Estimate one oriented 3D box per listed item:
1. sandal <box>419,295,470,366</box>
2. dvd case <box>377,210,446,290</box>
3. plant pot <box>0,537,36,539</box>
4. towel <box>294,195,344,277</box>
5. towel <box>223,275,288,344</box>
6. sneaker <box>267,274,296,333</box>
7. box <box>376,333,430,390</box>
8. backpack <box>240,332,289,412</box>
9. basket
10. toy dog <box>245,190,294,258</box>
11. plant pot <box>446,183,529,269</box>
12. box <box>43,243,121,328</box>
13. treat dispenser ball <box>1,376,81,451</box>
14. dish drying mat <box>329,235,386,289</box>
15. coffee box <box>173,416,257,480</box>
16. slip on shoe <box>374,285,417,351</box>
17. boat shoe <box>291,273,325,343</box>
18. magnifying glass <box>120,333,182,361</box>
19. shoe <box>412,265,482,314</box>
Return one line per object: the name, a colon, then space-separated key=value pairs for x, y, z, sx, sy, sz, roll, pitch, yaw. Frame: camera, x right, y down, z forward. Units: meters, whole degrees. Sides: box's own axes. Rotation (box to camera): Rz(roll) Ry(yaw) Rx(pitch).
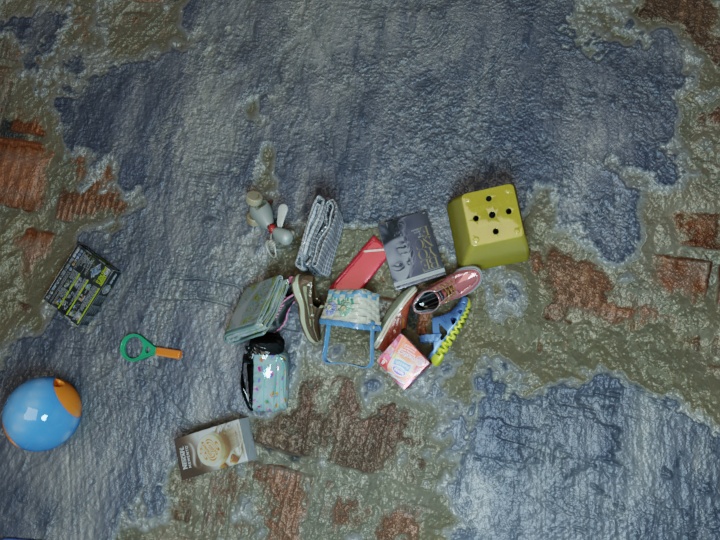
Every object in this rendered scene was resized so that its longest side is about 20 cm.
sandal: x=0.226 y=0.150 z=1.456 sx=0.086 sy=0.080 sz=0.202 roll=33 pitch=81 yaw=17
dvd case: x=0.141 y=-0.058 z=1.514 sx=0.145 sy=0.016 sz=0.205 roll=-16 pitch=68 yaw=3
plant pot: x=-0.968 y=0.868 z=1.482 sx=0.194 sy=0.200 sz=0.185 roll=-1 pitch=87 yaw=9
towel: x=-0.107 y=-0.086 z=1.508 sx=0.083 sy=0.166 sz=0.205 roll=16 pitch=84 yaw=6
towel: x=-0.287 y=0.108 z=1.491 sx=0.197 sy=0.048 sz=0.174 roll=-18 pitch=41 yaw=43
sneaker: x=-0.225 y=0.091 z=1.534 sx=0.078 sy=0.095 sz=0.202 roll=36 pitch=89 yaw=11
box: x=0.116 y=0.235 z=1.397 sx=0.095 sy=0.200 sz=0.103 roll=-45 pitch=77 yaw=-1
backpack: x=-0.252 y=0.283 z=1.474 sx=0.123 sy=0.167 sz=0.206 roll=1 pitch=95 yaw=1
basket: x=-0.031 y=0.152 z=1.457 sx=0.173 sy=0.138 sz=0.206 roll=-2 pitch=84 yaw=38
toy dog: x=-0.253 y=-0.150 z=1.581 sx=0.095 sy=0.132 sz=0.202 roll=-30 pitch=79 yaw=-36
plant pot: x=0.340 y=-0.122 z=1.432 sx=0.195 sy=0.176 sz=0.206 roll=-11 pitch=79 yaw=7
box: x=-0.855 y=0.047 z=1.672 sx=0.158 sy=0.044 sz=0.203 roll=31 pitch=87 yaw=12
treat dispenser ball: x=-0.898 y=0.405 z=1.539 sx=0.195 sy=0.201 sz=0.207 roll=-2 pitch=80 yaw=9
dish drying mat: x=0.000 y=0.000 z=1.549 sx=0.076 sy=0.018 sz=0.201 roll=40 pitch=89 yaw=12
coffee box: x=-0.399 y=0.491 z=1.503 sx=0.195 sy=0.080 sz=0.117 roll=-19 pitch=78 yaw=6
slip on shoe: x=0.103 y=0.133 z=1.490 sx=0.060 sy=0.074 sz=0.203 roll=31 pitch=86 yaw=-9
boat shoe: x=-0.130 y=0.106 z=1.487 sx=0.073 sy=0.075 sz=0.207 roll=-8 pitch=115 yaw=14
magnifying glass: x=-0.622 y=0.237 z=1.615 sx=0.194 sy=0.022 sz=0.082 roll=6 pitch=81 yaw=12
shoe: x=0.229 y=0.056 z=1.434 sx=0.197 sy=0.091 sz=0.073 roll=-27 pitch=94 yaw=24
